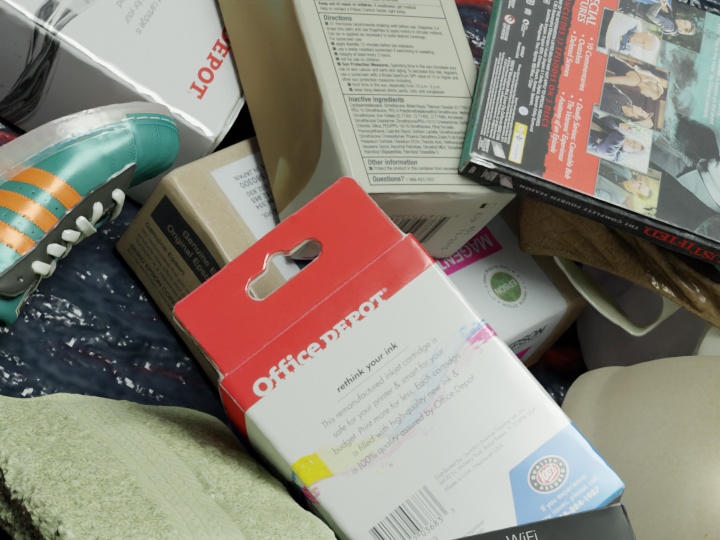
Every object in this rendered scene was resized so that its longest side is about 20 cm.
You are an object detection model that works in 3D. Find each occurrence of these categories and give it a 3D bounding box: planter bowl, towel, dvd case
[{"bbox_3d":[0.201,0.128,1.354,0.200,0.134,0.201,44,36,-45],"label":"planter bowl"},{"bbox_3d":[-0.103,0.101,1.251,0.148,0.037,0.200,4,18,-26],"label":"towel"},{"bbox_3d":[0.155,-0.077,1.386,0.199,0.022,0.146,18,56,-9],"label":"dvd case"}]

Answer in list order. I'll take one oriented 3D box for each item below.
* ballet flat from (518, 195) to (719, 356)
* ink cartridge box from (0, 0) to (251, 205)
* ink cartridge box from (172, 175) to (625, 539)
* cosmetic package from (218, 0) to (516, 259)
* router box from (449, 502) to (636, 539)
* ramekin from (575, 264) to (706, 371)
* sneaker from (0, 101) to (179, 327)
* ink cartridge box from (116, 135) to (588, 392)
[{"bbox_3d":[0.169,0.009,1.412,0.200,0.072,0.068,26,25,5],"label":"ballet flat"},{"bbox_3d":[-0.148,-0.147,1.431,0.200,0.086,0.147,34,48,-9],"label":"ink cartridge box"},{"bbox_3d":[0.015,0.069,1.272,0.116,0.067,0.200,-37,75,-11],"label":"ink cartridge box"},{"bbox_3d":[-0.004,-0.109,1.390,0.105,0.071,0.201,1,62,-33],"label":"cosmetic package"},{"bbox_3d":[0.037,0.196,1.147,0.199,0.052,0.158,-11,56,-5],"label":"router box"},{"bbox_3d":[0.230,0.026,1.526,0.200,0.098,0.201,15,53,-21],"label":"ramekin"},{"bbox_3d":[-0.169,-0.015,1.326,0.200,0.071,0.080,-25,79,-19],"label":"sneaker"},{"bbox_3d":[0.000,0.000,1.424,0.200,0.075,0.165,-27,74,-41],"label":"ink cartridge box"}]
